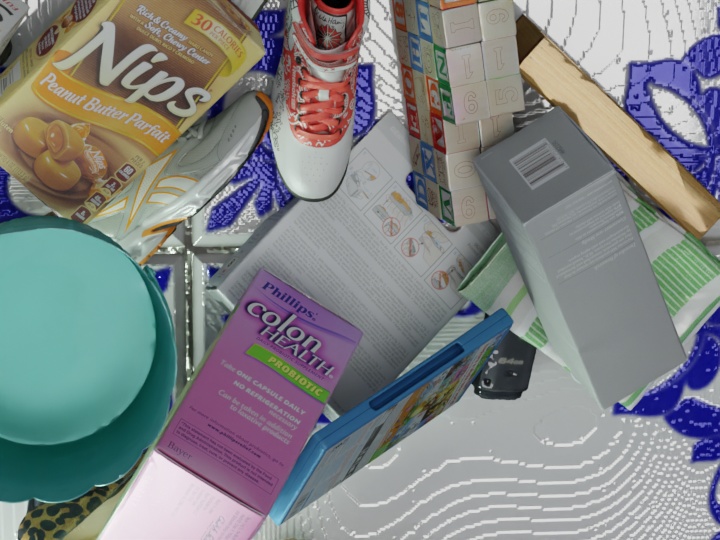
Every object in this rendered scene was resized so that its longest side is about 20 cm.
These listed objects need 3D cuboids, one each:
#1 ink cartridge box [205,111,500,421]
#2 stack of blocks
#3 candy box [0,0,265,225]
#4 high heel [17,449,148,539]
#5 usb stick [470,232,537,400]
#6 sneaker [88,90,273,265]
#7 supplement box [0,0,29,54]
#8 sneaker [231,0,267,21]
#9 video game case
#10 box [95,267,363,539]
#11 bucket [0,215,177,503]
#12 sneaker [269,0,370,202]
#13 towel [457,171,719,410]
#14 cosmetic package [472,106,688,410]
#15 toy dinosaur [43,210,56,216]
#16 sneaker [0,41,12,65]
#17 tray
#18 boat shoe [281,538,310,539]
[{"bbox_3d":[0.000,0.000,1.761,0.200,0.057,0.163,-47,106,-13],"label":"ink cartridge box"},{"bbox_3d":[0.076,-0.140,1.674,0.058,0.115,0.202,-12,107,-16],"label":"stack of blocks"},{"bbox_3d":[-0.180,-0.138,1.612,0.200,0.055,0.115,-42,119,14],"label":"candy box"},{"bbox_3d":[-0.169,0.191,1.739,0.198,0.143,0.072,-9,107,-3],"label":"high heel"},{"bbox_3d":[0.130,0.007,1.767,0.055,0.033,0.202,0,109,-35],"label":"usb stick"},{"bbox_3d":[-0.154,-0.080,1.687,0.200,0.076,0.092,-41,97,19],"label":"sneaker"},{"bbox_3d":[-0.341,-0.151,1.602,0.126,0.074,0.200,38,133,-7],"label":"supplement box"},{"bbox_3d":[-0.132,-0.231,1.653,0.120,0.084,0.201,28,103,-23],"label":"sneaker"},{"bbox_3d":[0.023,0.113,1.700,0.199,0.143,0.018,-32,74,-31],"label":"video game case"},{"bbox_3d":[-0.103,0.134,1.661,0.096,0.201,0.176,31,136,-3],"label":"box"},{"bbox_3d":[-0.229,0.058,1.577,0.205,0.135,0.209,-1,99,-5],"label":"bucket"},{"bbox_3d":[-0.032,-0.147,1.658,0.067,0.108,0.204,6,98,-3],"label":"sneaker"},{"bbox_3d":[0.194,0.009,1.758,0.199,0.023,0.153,35,99,-30],"label":"towel"},{"bbox_3d":[0.166,-0.006,1.658,0.090,0.107,0.201,-31,129,-2],"label":"cosmetic package"},{"bbox_3d":[-0.328,-0.003,1.669,0.198,0.136,0.087,-2,107,-6],"label":"toy dinosaur"},{"bbox_3d":[-0.264,-0.218,1.646,0.198,0.076,0.115,-30,109,7],"label":"sneaker"},{"bbox_3d":[0.192,-0.111,1.708,0.200,0.099,0.037,42,98,-15],"label":"tray"},{"bbox_3d":[-0.100,0.304,1.816,0.069,0.074,0.201,22,104,-18],"label":"boat shoe"}]
